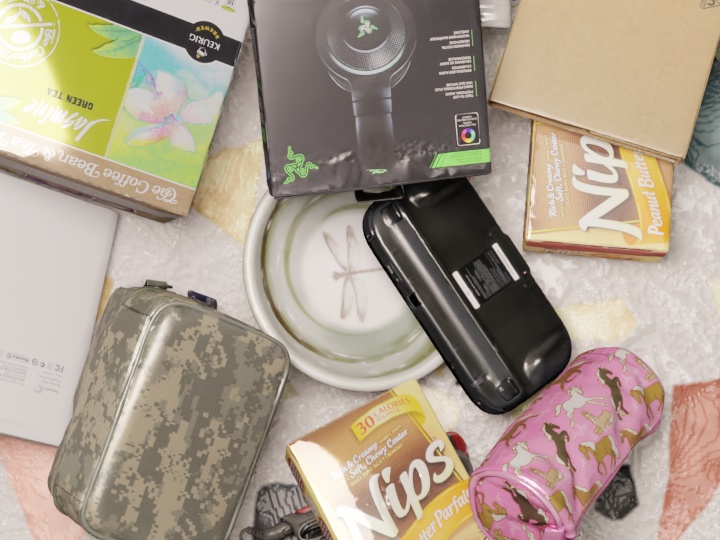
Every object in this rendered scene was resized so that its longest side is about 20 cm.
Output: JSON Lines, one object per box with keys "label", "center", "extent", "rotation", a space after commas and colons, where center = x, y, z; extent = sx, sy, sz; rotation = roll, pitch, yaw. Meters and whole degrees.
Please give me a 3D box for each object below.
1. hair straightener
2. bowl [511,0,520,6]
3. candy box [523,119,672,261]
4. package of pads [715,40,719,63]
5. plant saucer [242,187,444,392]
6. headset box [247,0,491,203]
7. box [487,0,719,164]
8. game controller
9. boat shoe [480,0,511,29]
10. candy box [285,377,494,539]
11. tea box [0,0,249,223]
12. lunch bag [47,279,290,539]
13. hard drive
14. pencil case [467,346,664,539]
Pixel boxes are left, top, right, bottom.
{"label": "hair straightener", "center": [-0.003, 0.189, 1.210], "extent": [0.198, 0.077, 0.041], "rotation": [-19, 108, 0]}
{"label": "bowl", "center": [0.097, -0.326, 1.265], "extent": [0.198, 0.094, 0.203], "rotation": [-1, 82, 4]}
{"label": "candy box", "center": [0.198, -0.114, 1.241], "extent": [0.114, 0.055, 0.202], "rotation": [5, 83, 4]}
{"label": "package of pads", "center": [0.312, -0.294, 1.259], "extent": [0.154, 0.068, 0.201], "rotation": [-35, 82, -1]}
{"label": "plant saucer", "center": [0.000, 0.000, 1.238], "extent": [0.198, 0.050, 0.202], "rotation": [2, 81, -11]}
{"label": "headset box", "center": [0.004, -0.154, 1.159], "extent": [0.172, 0.093, 0.202], "rotation": [-6, 102, -5]}
{"label": "box", "center": [0.207, -0.203, 1.207], "extent": [0.162, 0.021, 0.202], "rotation": [17, 82, 6]}
{"label": "game controller", "center": [0.088, 0.013, 1.214], "extent": [0.104, 0.042, 0.201], "rotation": [-33, 89, -29]}
{"label": "boat shoe", "center": [0.029, -0.205, 1.246], "extent": [0.198, 0.073, 0.066], "rotation": [-9, 91, 28]}
{"label": "candy box", "center": [0.037, 0.199, 1.151], "extent": [0.115, 0.055, 0.201], "rotation": [-26, 77, -12]}
{"label": "tea box", "center": [-0.211, -0.161, 1.216], "extent": [0.198, 0.134, 0.199], "rotation": [18, 85, -15]}
{"label": "lunch bag", "center": [-0.164, 0.110, 1.192], "extent": [0.138, 0.167, 0.202], "rotation": [22, 85, -32]}
{"label": "hard drive", "center": [-0.278, 0.031, 1.229], "extent": [0.131, 0.025, 0.202], "rotation": [19, 75, -34]}
{"label": "pencil case", "center": [0.162, 0.135, 1.156], "extent": [0.082, 0.200, 0.087], "rotation": [-14, 109, 41]}
